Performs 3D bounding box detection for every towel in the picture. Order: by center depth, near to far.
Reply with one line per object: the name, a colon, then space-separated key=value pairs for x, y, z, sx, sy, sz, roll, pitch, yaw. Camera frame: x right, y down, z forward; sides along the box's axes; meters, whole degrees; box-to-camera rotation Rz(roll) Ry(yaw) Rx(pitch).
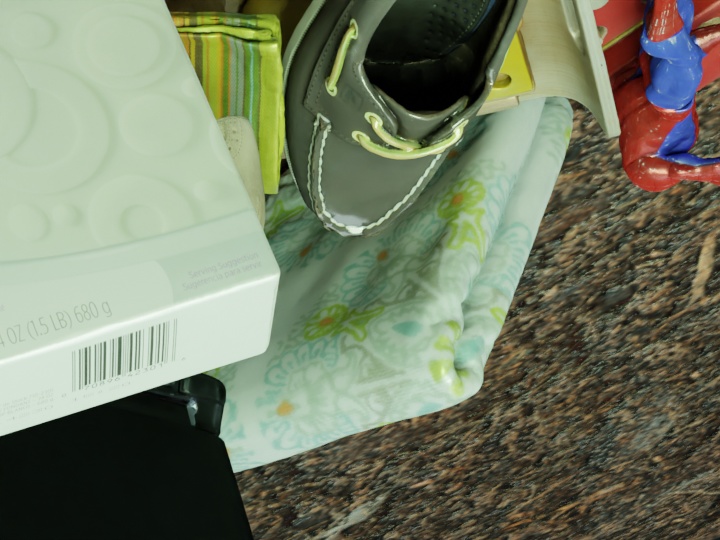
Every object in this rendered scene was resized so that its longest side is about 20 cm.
towel: x=-0.128 y=-0.059 z=0.935 sx=0.199 sy=0.018 sz=0.086 roll=-1 pitch=136 yaw=-1
towel: x=0.000 y=0.000 z=1.088 sx=0.171 sy=0.201 sz=0.048 roll=-22 pitch=121 yaw=38

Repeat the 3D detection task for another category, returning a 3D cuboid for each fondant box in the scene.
fondant box: x=-0.130 y=-0.047 z=0.837 sx=0.144 sy=0.201 sz=0.058 roll=-17 pitch=154 yaw=-15

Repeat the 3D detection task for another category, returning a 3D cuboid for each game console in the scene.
game console: x=-0.151 y=0.080 z=0.976 sx=0.175 sy=0.117 sz=0.199 roll=-5 pitch=163 yaw=45

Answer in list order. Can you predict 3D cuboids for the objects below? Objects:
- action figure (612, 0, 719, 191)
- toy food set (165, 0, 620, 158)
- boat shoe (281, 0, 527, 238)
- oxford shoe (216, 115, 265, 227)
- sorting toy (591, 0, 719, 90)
action figure: x=0.152 y=-0.087 z=1.017 sx=0.098 sy=0.066 sz=0.200 roll=-5 pitch=156 yaw=-3
toy food set: x=-0.002 y=-0.079 z=0.995 sx=0.199 sy=0.061 sz=0.144 roll=-11 pitch=144 yaw=9
boat shoe: x=0.016 y=-0.079 z=0.913 sx=0.071 sy=0.061 sz=0.202 roll=2 pitch=136 yaw=-17
oxford shoe: x=-0.122 y=-0.025 z=0.927 sx=0.199 sy=0.075 sz=0.070 roll=1 pitch=175 yaw=22
sorting toy: x=0.146 y=-0.151 z=1.058 sx=0.200 sy=0.070 sz=0.199 roll=-33 pitch=156 yaw=20
